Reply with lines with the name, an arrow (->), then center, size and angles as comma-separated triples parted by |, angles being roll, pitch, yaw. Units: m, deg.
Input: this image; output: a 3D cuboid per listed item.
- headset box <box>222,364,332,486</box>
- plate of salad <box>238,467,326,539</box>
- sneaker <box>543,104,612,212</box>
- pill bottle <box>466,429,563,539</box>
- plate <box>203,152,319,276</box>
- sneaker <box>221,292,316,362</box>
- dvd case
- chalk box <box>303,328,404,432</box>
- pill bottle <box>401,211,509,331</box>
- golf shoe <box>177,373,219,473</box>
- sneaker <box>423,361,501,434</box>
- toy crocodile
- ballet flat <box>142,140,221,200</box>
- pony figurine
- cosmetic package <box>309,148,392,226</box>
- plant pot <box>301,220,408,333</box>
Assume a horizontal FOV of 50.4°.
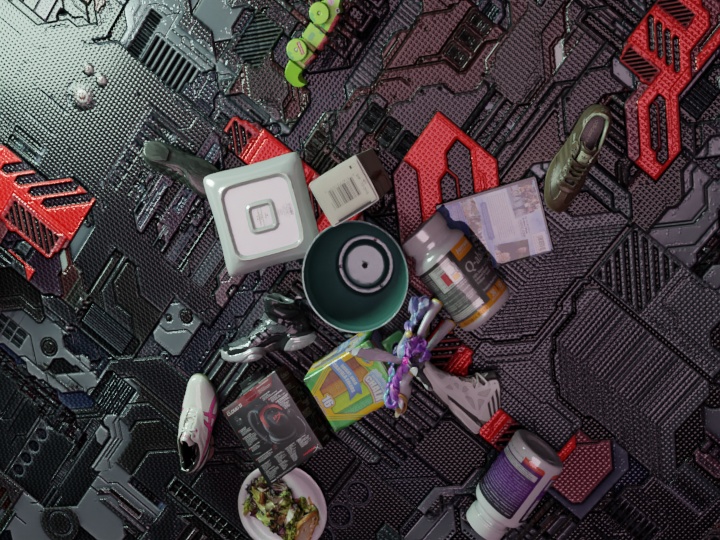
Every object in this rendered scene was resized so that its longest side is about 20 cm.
headset box -> -0.172, 0.301, 1.545 | 0.147, 0.075, 0.202 | -36, 86, 14
plate of salad -> -0.167, 0.505, 1.608 | 0.194, 0.048, 0.206 | 2, 102, 10
sneaker -> 0.382, -0.199, 1.358 | 0.069, 0.076, 0.205 | 22, 104, 4
pill bottle -> 0.292, 0.420, 1.479 | 0.110, 0.111, 0.203 | 33, 104, 2
plate -> -0.188, -0.106, 1.480 | 0.194, 0.032, 0.205 | -14, 99, 1
sneaker -> -0.192, 0.109, 1.522 | 0.194, 0.076, 0.117 | -13, 98, 6
dvd case -> 0.251, -0.080, 1.434 | 0.195, 0.018, 0.147 | -15, 98, 13
chalk box -> 0.011, 0.194, 1.475 | 0.197, 0.124, 0.126 | -33, 95, 14
pill bottle -> 0.171, 0.000, 1.396 | 0.116, 0.116, 0.201 | -40, 93, 15
golf shoe -> -0.337, 0.317, 1.578 | 0.070, 0.092, 0.206 | 5, 101, 10
sneaker -> 0.196, 0.211, 1.473 | 0.115, 0.076, 0.201 | -43, 109, 4
toy crocodile -> -0.079, -0.432, 1.397 | 0.061, 0.068, 0.202 | 34, 107, -4
ballet flat -> -0.336, -0.196, 1.505 | 0.197, 0.057, 0.068 | 30, 82, -3
pony figurine -> 0.086, 0.147, 1.346 | 0.164, 0.193, 0.203 | 22, 76, 28
cosmetic package -> -0.012, -0.152, 1.372 | 0.102, 0.200, 0.089 | -29, 97, 15
plant pot -> 0.000, 0.000, 1.434 | 0.194, 0.134, 0.207 | 2, 101, 9
